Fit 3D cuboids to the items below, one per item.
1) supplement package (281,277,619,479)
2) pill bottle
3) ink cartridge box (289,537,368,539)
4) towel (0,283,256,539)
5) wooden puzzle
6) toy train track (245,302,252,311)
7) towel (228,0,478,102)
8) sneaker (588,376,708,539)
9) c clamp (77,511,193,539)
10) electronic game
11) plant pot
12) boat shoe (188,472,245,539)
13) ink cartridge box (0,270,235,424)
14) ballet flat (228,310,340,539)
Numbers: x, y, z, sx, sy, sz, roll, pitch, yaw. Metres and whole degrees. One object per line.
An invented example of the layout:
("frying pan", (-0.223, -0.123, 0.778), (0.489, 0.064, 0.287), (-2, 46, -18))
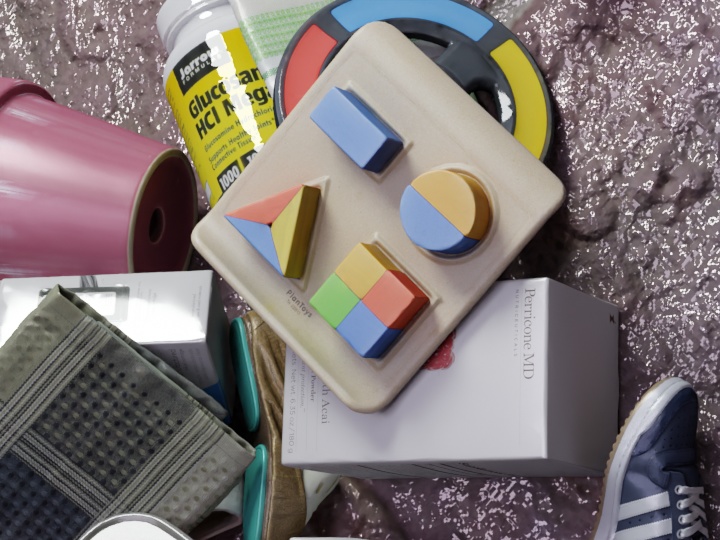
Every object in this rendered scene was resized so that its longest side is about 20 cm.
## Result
("supplement package", (0.062, 0.077, 1.265), (0.200, 0.120, 0.121), (-5, 77, 30))
("pill bottle", (-0.081, -0.119, 1.393), (0.112, 0.112, 0.200), (-35, 64, 21))
("ink cartridge box", (0.018, 0.289, 1.272), (0.147, 0.086, 0.200), (2, 83, 32))
("towel", (-0.199, 0.134, 1.329), (0.193, 0.035, 0.200), (41, 107, -7))
("wooden puzzle", (0.004, -0.038, 1.211), (0.185, 0.046, 0.200), (45, 99, 20))
("toy train track", (0.000, 0.000, 1.363), (0.200, 0.033, 0.115), (-20, 31, 36))
("towel", (-0.007, -0.156, 1.358), (0.031, 0.149, 0.200), (115, 136, -60))
("sneaker", (0.204, 0.176, 1.187), (0.108, 0.070, 0.200), (23, 100, 37))
("c clamp", (-0.153, 0.242, 1.256), (0.171, 0.027, 0.200), (35, 65, 29))
("electronic game", (0.038, -0.113, 1.301), (0.200, 0.042, 0.200), (5, 63, -9))
("plant pot", (-0.232, -0.042, 1.438), (0.179, 0.200, 0.200), (9, 85, 17))
("boat shoe", (-0.169, 0.207, 1.405), (0.202, 0.075, 0.086), (-24, 52, 19))
("ink cartridge box", (-0.199, 0.062, 1.380), (0.200, 0.116, 0.068), (-2, 54, 7))
("ballet flat", (-0.053, 0.125, 1.359), (0.068, 0.072, 0.200), (129, 139, -64))
